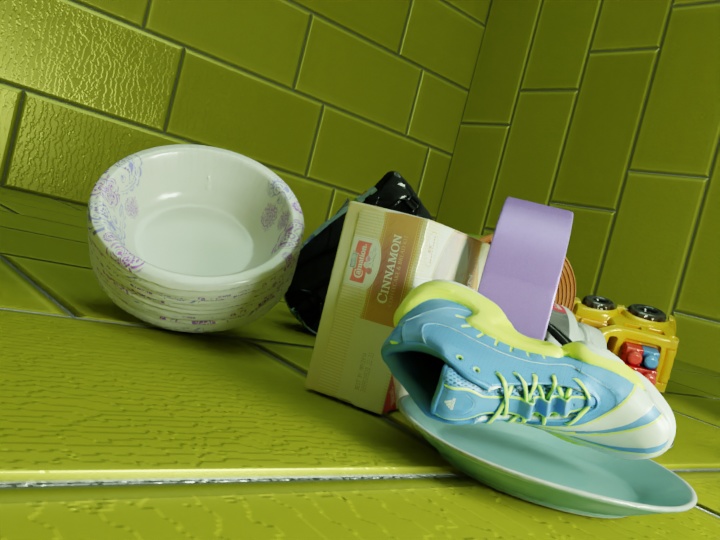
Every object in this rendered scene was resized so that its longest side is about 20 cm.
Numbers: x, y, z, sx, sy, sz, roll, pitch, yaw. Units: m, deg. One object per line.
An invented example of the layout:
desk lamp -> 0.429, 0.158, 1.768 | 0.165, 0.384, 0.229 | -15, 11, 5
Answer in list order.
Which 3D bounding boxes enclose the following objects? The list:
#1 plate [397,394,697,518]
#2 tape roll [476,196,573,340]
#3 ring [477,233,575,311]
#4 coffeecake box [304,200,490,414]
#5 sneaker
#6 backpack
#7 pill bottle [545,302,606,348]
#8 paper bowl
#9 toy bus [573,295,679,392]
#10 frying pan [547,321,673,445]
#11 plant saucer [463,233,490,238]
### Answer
plate -> 0.118, 0.126, 0.478 | 0.199, 0.026, 0.200 | 14, 3, -1
tape roll -> 0.147, 0.034, 0.680 | 0.065, 0.201, 0.200 | 15, 2, 12
ring -> 0.192, 0.044, 0.939 | 0.200, 0.201, 0.019 | 14, 24, -14
coffeecake box -> 0.043, 0.033, 0.631 | 0.073, 0.154, 0.200 | 15, 3, 24
sneaker -> 0.099, 0.083, 0.464 | 0.199, 0.076, 0.105 | 26, 36, 21
backpack -> 0.000, 0.000, 0.875 | 0.163, 0.200, 0.154 | 54, -7, -2
pill bottle -> 0.201, 0.084, 0.887 | 0.199, 0.111, 0.111 | 18, 1, -15
paper bowl -> -0.160, -0.025, 0.694 | 0.200, 0.105, 0.201 | 9, 44, -9
toy bus -> 0.457, 0.141, 1.253 | 0.199, 0.136, 0.192 | 13, 18, 13
frying pan -> 0.278, 0.118, 0.768 | 0.115, 0.031, 0.190 | 25, 24, -18
plant saucer -> 0.180, 0.048, 1.019 | 0.199, 0.201, 0.048 | 7, 33, 34
